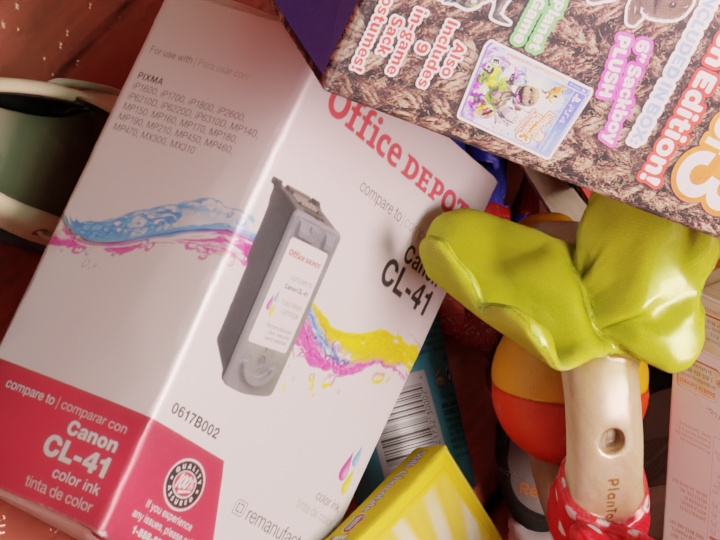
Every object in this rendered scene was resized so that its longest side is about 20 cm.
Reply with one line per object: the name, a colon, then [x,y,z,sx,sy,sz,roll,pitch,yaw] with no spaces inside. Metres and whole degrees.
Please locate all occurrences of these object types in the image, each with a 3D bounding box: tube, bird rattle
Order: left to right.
tube: [0.000,0.000,1.169,0.077,0.050,0.201,-12,88,-39]
bird rattle: [0.093,0.055,1.086,0.112,0.163,0.201,-14,106,-1]

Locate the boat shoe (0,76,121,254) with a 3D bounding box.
boat shoe: [-0.109,-0.040,1.080,0.199,0.062,0.072,11,78,-36]

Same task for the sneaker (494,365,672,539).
sneaker: [0.149,0.060,1.215,0.199,0.074,0.080,-24,110,-11]

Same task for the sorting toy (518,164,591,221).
sorting toy: [0.131,-0.126,1.135,0.198,0.070,0.201,-34,116,1]

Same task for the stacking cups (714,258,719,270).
stacking cups: [0.173,-0.008,1.215,0.199,0.060,0.061,-11,93,-30]

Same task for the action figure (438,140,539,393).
action figure: [0.047,-0.042,1.206,0.065,0.052,0.202,-14,97,-41]

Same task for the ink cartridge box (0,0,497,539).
ink cartridge box: [-0.048,0.018,1.058,0.147,0.085,0.201,37,77,-54]

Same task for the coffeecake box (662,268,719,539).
coffeecake box: [0.199,0.087,1.138,0.153,0.073,0.201,-19,121,-37]

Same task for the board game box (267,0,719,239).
board game box: [0.075,-0.101,1.003,0.199,0.160,0.097,20,108,-21]

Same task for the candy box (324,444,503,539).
candy box: [0.048,0.178,1.096,0.102,0.026,0.201,-43,108,-38]
